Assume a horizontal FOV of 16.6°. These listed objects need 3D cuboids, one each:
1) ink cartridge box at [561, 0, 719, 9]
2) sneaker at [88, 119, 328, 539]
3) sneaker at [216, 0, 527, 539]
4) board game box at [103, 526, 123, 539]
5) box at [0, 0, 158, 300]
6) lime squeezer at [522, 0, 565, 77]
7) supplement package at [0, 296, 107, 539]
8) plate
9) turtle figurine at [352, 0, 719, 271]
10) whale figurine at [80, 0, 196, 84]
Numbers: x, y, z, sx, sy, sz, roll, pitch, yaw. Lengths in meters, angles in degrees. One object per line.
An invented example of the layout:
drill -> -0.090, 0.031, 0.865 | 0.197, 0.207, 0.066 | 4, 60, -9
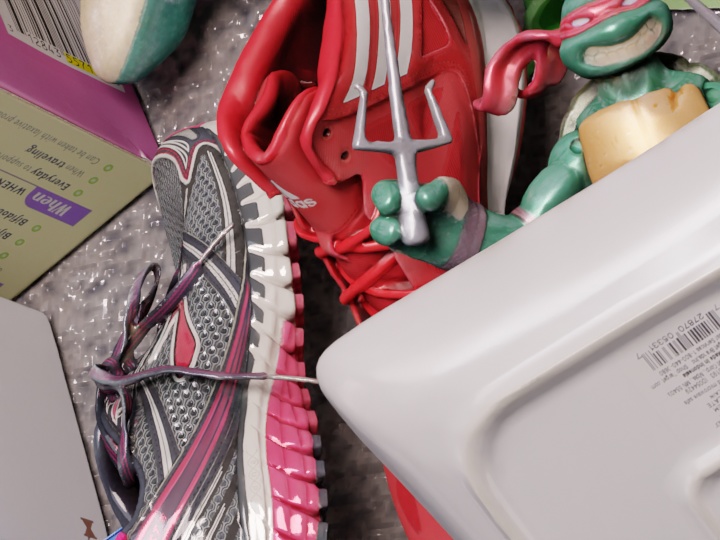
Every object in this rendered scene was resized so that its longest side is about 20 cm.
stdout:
ink cartridge box -> 0.135, -0.188, 0.812 | 0.145, 0.048, 0.200 | 3, 73, 35
sneaker -> -0.055, 0.030, 0.819 | 0.075, 0.081, 0.200 | -2, 51, -6
sneaker -> 0.000, 0.000, 0.777 | 0.078, 0.115, 0.200 | -15, 79, 40
board game box -> -0.071, 0.194, 0.804 | 0.152, 0.045, 0.200 | -34, 56, 5
box -> -0.209, -0.040, 0.916 | 0.200, 0.176, 0.097 | -38, 57, 19
lime squeezer -> 0.060, -0.113, 0.817 | 0.071, 0.038, 0.200 | 15, 105, 17
supplement package -> -0.210, 0.096, 0.907 | 0.200, 0.117, 0.117 | -31, 59, 22
plate -> 0.119, 0.055, 0.659 | 0.199, 0.200, 0.032 | -32, 19, 22
turtle figurine -> 0.092, -0.017, 0.719 | 0.150, 0.101, 0.200 | -23, 90, 25
whale figurine -> -0.041, -0.160, 0.901 | 0.159, 0.104, 0.200 | -107, 38, -59
